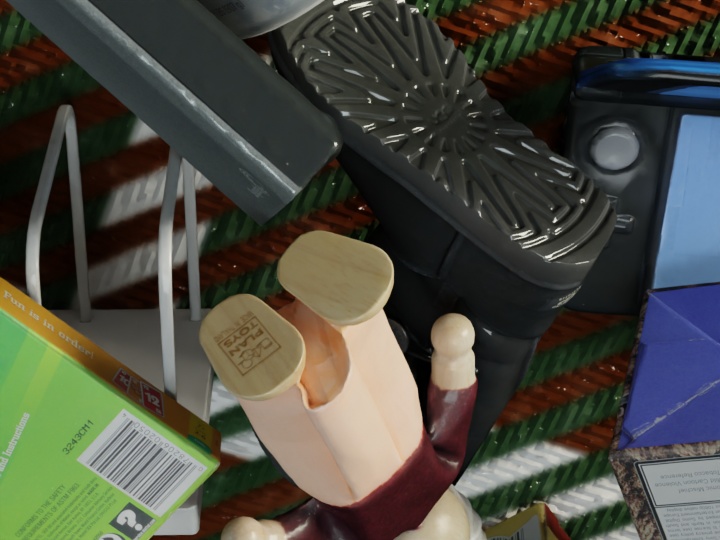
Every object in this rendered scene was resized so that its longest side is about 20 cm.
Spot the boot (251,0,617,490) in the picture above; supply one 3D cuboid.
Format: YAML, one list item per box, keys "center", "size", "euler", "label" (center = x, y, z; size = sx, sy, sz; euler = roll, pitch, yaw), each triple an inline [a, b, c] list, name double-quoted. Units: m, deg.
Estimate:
- center: [0.001, 0.001, 1.038]
  size: [0.165, 0.066, 0.200]
  euler: [46, 143, 16]
  label: "boot"

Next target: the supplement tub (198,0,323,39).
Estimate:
- center: [-0.073, -0.184, 0.884]
  size: [0.122, 0.123, 0.200]
  euler: [-36, 116, 22]
  label: "supplement tub"

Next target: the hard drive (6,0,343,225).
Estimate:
- center: [-0.093, -0.095, 0.906]
  size: [0.200, 0.140, 0.033]
  euler: [41, 84, -3]
  label: "hard drive"

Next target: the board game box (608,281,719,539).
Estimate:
- center: [0.206, 0.103, 1.036]
  size: [0.159, 0.097, 0.200]
  euler: [-6, 129, 22]
  label: "board game box"

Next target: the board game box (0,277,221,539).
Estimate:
- center: [-0.156, 0.040, 0.931]
  size: [0.200, 0.030, 0.096]
  euler: [36, 111, -20]
  label: "board game box"

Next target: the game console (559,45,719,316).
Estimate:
- center: [0.178, -0.024, 0.991]
  size: [0.200, 0.118, 0.171]
  euler: [4, 123, -2]
  label: "game console"

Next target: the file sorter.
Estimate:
- center: [-0.161, 0.013, 1.008]
  size: [0.200, 0.139, 0.125]
  euler: [-1, 121, 1]
  label: "file sorter"

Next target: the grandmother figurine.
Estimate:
- center: [0.001, 0.069, 0.963]
  size: [0.121, 0.061, 0.200]
  euler: [-33, 144, -2]
  label: "grandmother figurine"

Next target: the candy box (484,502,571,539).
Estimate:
- center: [0.028, 0.198, 1.177]
  size: [0.200, 0.056, 0.117]
  euler: [-29, 119, 17]
  label: "candy box"
